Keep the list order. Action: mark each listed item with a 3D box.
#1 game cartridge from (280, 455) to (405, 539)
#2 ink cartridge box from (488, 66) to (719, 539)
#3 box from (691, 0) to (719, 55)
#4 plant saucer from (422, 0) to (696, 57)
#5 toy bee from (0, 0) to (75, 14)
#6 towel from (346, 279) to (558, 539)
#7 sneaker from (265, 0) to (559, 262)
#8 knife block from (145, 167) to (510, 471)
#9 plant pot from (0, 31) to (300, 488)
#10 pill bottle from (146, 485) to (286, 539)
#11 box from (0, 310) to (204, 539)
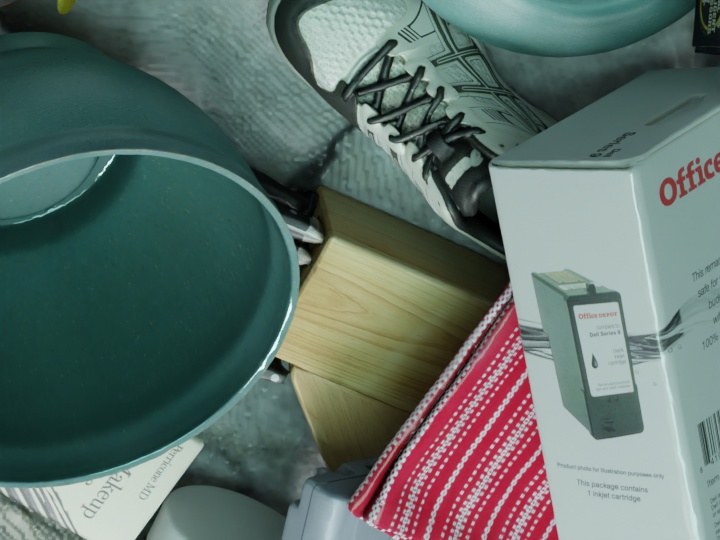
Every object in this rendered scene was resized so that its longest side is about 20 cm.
[{"bbox_3d":[0.040,0.149,1.469,0.199,0.041,0.134,-8,125,-39],"label":"game cartridge"},{"bbox_3d":[0.146,0.020,1.367,0.084,0.146,0.201,3,112,39],"label":"ink cartridge box"},{"bbox_3d":[0.254,-0.170,1.351,0.199,0.049,0.162,5,92,-18],"label":"box"},{"bbox_3d":[0.102,-0.191,1.356,0.198,0.036,0.201,-3,109,-10],"label":"plant saucer"},{"bbox_3d":[-0.148,-0.150,1.323,0.199,0.109,0.131,-5,157,17],"label":"toy bee"},{"bbox_3d":[0.093,0.091,1.431,0.145,0.022,0.200,-54,139,4],"label":"towel"},{"bbox_3d":[0.042,-0.071,1.393,0.200,0.088,0.076,36,108,-19],"label":"sneaker"},{"bbox_3d":[0.000,0.000,1.433,0.199,0.064,0.176,-19,116,2],"label":"knife block"},{"bbox_3d":[-0.141,-0.021,1.322,0.199,0.135,0.201,-14,138,-13],"label":"plant pot"},{"bbox_3d":[-0.098,0.213,1.495,0.110,0.111,0.201,19,111,-15],"label":"pill bottle"},{"bbox_3d":[-0.178,0.050,1.433,0.199,0.068,0.082,30,109,-18],"label":"box"}]
